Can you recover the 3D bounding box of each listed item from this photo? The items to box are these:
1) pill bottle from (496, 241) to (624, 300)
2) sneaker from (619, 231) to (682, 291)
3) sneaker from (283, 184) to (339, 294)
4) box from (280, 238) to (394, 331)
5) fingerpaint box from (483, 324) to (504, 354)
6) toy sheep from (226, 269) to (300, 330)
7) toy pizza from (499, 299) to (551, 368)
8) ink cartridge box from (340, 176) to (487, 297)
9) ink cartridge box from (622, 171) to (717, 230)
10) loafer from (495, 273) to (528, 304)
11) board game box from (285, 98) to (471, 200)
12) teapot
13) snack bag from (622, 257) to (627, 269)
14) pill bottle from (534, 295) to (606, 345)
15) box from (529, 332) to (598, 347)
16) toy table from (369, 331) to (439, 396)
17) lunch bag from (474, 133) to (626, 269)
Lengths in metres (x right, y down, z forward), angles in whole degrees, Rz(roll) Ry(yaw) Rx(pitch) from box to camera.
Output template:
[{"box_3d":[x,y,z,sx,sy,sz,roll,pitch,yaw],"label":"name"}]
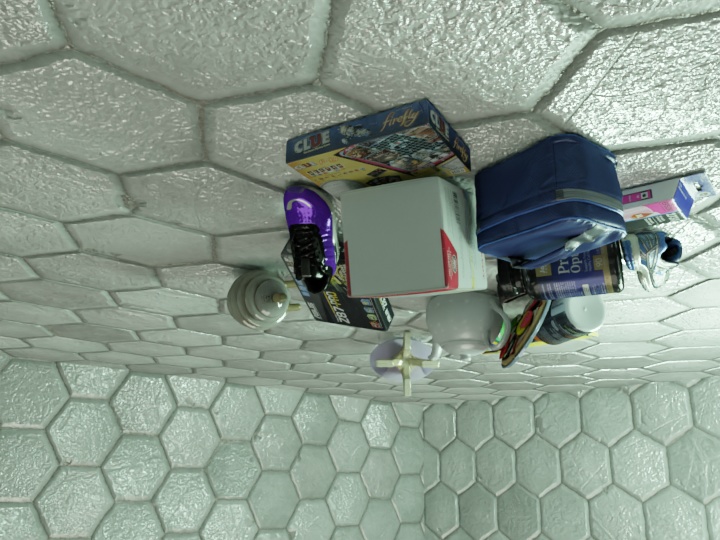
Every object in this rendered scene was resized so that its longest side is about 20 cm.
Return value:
[{"box_3d":[0.344,-0.006,1.119,0.199,0.112,0.112,-8,160,24],"label":"pill bottle"},{"box_3d":[0.528,-0.017,1.142,0.085,0.077,0.200,-16,156,33],"label":"sneaker"},{"box_3d":[-0.076,-0.038,0.997,0.069,0.100,0.201,1,141,15],"label":"sneaker"},{"box_3d":[-0.038,0.027,1.186,0.161,0.049,0.200,8,142,26],"label":"box"},{"box_3d":[0.319,0.177,1.747,0.166,0.074,0.200,-11,158,32],"label":"fingerpaint box"},{"box_3d":[-0.201,0.059,1.326,0.137,0.139,0.200,13,163,-32],"label":"toy sheep"},{"box_3d":[0.358,0.125,1.433,0.032,0.201,0.200,30,162,5],"label":"toy pizza"},{"box_3d":[0.082,-0.037,0.915,0.144,0.146,0.200,-7,175,25],"label":"ink cartridge box"},{"box_3d":[0.421,-0.094,0.976,0.199,0.037,0.095,-15,157,35],"label":"ink cartridge box"},{"box_3d":[0.356,0.025,1.230,0.199,0.063,0.072,-9,159,30],"label":"loafer"},{"box_3d":[0.024,-0.147,0.828,0.199,0.035,0.135,-9,160,28],"label":"board game box"},{"box_3d":[0.248,0.139,1.519,0.196,0.147,0.200,-3,161,10],"label":"teapot"},{"box_3d":[0.421,-0.002,1.277,0.188,0.022,0.200,16,157,-37],"label":"snack bag"},{"box_3d":[0.462,0.111,1.485,0.106,0.107,0.200,5,161,-14],"label":"pill bottle"},{"box_3d":[0.496,0.145,1.643,0.050,0.076,0.200,17,155,-41],"label":"box"},{"box_3d":[0.130,0.270,1.909,0.199,0.185,0.117,-11,178,-2],"label":"toy table"},{"box_3d":[0.245,-0.076,0.876,0.135,0.133,0.200,13,158,-32],"label":"lunch bag"}]
